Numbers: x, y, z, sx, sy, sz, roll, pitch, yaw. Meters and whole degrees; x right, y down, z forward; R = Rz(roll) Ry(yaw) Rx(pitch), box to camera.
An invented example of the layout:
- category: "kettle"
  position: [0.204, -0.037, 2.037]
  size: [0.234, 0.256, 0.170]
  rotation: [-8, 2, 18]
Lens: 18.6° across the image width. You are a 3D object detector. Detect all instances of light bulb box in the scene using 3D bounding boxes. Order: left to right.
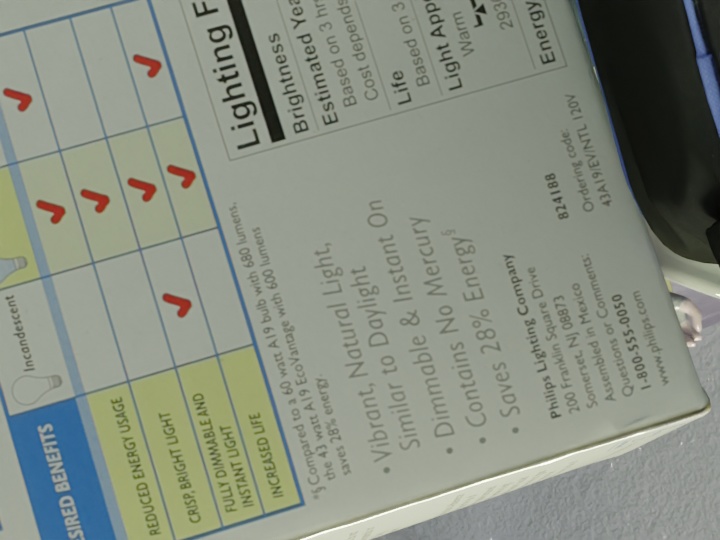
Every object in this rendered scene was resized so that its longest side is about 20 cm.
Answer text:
- category: "light bulb box"
  position: [-0.040, -0.017, 0.600]
  size: [0.199, 0.199, 0.125]
  rotation: [-16, 170, -8]

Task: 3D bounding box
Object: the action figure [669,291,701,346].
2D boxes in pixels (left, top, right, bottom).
- category: "action figure"
  position: [0.084, -0.036, 0.963]
  size: [0.200, 0.149, 0.134]
  rotation: [-31, 143, -44]

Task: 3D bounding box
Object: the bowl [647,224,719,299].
- category: "bowl"
  position: [0.184, -0.054, 1.101]
  size: [0.200, 0.091, 0.201]
  rotation: [19, -164, -5]

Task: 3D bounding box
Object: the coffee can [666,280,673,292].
- category: "coffee can"
  position: [0.060, 0.033, 1.222]
  size: [0.146, 0.147, 0.200]
  rotation: [-14, -178, -26]

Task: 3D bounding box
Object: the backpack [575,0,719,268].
- category: "backpack"
  position: [0.143, -0.106, 0.519]
  size: [0.199, 0.184, 0.147]
  rotation: [-21, -165, -6]

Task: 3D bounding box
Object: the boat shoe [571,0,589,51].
- category: "boat shoe"
  position: [0.090, -0.068, 0.779]
  size: [0.199, 0.062, 0.075]
  rotation: [13, 179, -7]
